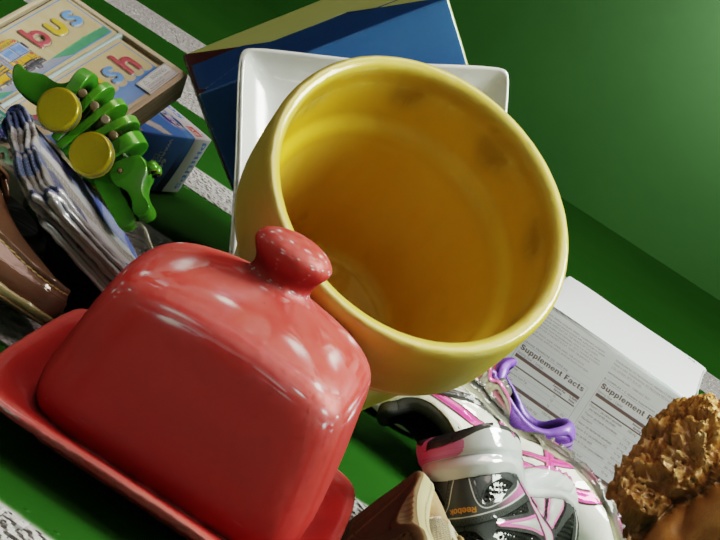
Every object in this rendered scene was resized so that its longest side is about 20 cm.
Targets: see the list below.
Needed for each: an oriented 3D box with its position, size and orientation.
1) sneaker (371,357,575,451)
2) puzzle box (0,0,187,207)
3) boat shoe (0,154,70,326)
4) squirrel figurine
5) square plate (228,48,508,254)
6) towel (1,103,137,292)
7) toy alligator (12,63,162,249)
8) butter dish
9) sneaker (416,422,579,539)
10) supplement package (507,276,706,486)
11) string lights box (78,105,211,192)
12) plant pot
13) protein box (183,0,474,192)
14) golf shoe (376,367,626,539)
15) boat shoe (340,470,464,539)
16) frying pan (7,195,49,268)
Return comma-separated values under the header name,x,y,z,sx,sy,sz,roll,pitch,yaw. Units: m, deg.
name,x,y,z,sx,sy,sz,roll,pitch,yaw
sneaker,0.070,0.085,1.210,0.199,0.084,0.081,32,11,4
puzzle box,-0.235,-0.133,1.215,0.132,0.026,0.200,34,41,10
boat shoe,-0.236,-0.051,0.945,0.200,0.068,0.072,43,-6,8
squirrel figurine,0.266,0.161,1.160,0.200,0.188,0.141,40,14,34
square plate,0.004,-0.051,1.180,0.198,0.201,0.028,3,3,-12
towel,-0.172,-0.027,1.058,0.147,0.024,0.200,52,-1,-27
toy alligator,-0.163,-0.074,1.123,0.201,0.054,0.059,52,-2,12
butter dish,-0.067,0.045,0.862,0.198,0.149,0.200,33,12,2
sneaker,0.081,0.161,0.994,0.200,0.080,0.087,38,44,-58
supplement package,0.202,0.100,1.427,0.155,0.111,0.200,34,11,10
string lights box,-0.214,-0.117,1.342,0.103,0.059,0.200,39,14,15
plant pot,0.000,0.000,1.037,0.199,0.189,0.203,13,58,-21
protein box,-0.007,-0.095,1.272,0.135,0.197,0.202,-118,-173,-67
golf shoe,0.093,0.142,1.122,0.200,0.073,0.092,46,56,6
boat shoe,0.024,0.160,0.852,0.065,0.071,0.200,51,6,-6
frying pan,-0.263,-0.053,1.052,0.114,0.031,0.190,19,21,-52
